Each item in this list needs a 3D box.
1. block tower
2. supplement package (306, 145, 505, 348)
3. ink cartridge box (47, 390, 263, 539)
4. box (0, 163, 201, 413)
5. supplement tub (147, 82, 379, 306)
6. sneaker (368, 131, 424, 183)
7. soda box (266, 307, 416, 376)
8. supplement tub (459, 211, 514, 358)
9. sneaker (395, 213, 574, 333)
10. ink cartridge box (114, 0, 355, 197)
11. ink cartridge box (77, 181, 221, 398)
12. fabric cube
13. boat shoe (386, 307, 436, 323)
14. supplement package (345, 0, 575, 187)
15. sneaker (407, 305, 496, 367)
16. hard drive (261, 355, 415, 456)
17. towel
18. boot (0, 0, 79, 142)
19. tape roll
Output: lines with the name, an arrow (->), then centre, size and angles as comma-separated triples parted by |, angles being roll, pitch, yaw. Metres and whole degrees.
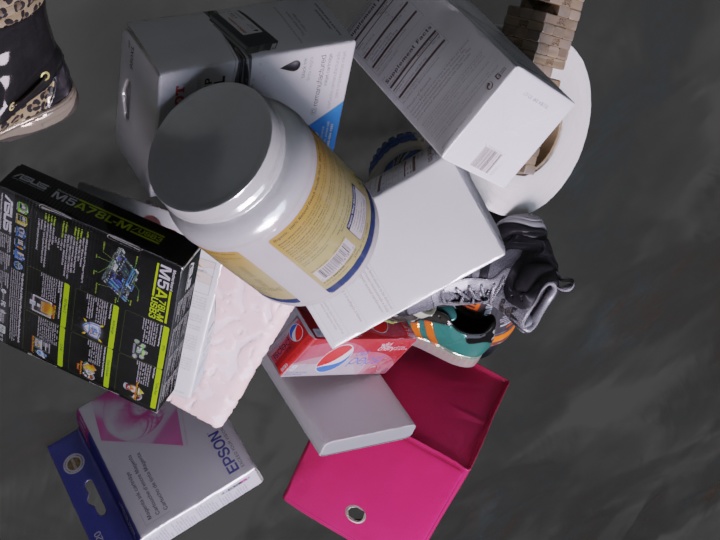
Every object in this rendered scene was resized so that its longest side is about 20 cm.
block tower -> 0.168, -0.201, 1.251 | 0.058, 0.054, 0.201 | 3, 105, -44
supplement package -> 0.031, -0.030, 1.249 | 0.200, 0.117, 0.117 | -29, -169, 9
ink cartridge box -> -0.239, 0.209, 1.388 | 0.200, 0.197, 0.043 | -30, 144, -10
box -> -0.256, 0.021, 1.173 | 0.048, 0.193, 0.200 | -61, 170, -49
supplement tub -> -0.084, -0.065, 1.101 | 0.144, 0.145, 0.200 | -40, 146, 5
sneaker -> 0.030, -0.056, 1.412 | 0.077, 0.085, 0.200 | -7, 136, -36
soda box -> -0.024, 0.076, 1.413 | 0.070, 0.064, 0.200 | -47, 152, 25
supplement tub -> 0.159, 0.027, 1.602 | 0.107, 0.107, 0.200 | -20, 141, -23
sneaker -> 0.130, 0.022, 1.331 | 0.199, 0.114, 0.076 | -25, 150, -7
ink cartridge box -> -0.119, -0.164, 1.158 | 0.199, 0.084, 0.145 | -15, 140, -28
ink cartridge box -> -0.221, 0.017, 1.243 | 0.160, 0.047, 0.201 | 18, 115, 2
fabric cube -> 0.047, 0.219, 1.588 | 0.200, 0.196, 0.200 | -53, 170, -53
boat shoe -> 0.000, 0.000, 1.383 | 0.060, 0.072, 0.201 | -24, 131, 37
supplement package -> 0.090, -0.194, 1.203 | 0.114, 0.200, 0.110 | 19, 117, -49
sneaker -> 0.075, 0.051, 1.536 | 0.199, 0.072, 0.080 | 19, 129, -14
hard drive -> -0.039, 0.128, 1.463 | 0.132, 0.200, 0.027 | -6, 135, -36
towel -> -0.184, 0.047, 1.292 | 0.200, 0.191, 0.032 | -59, -176, 27
boot -> -0.327, -0.160, 0.991 | 0.199, 0.073, 0.151 | -25, 145, -23
tape roll -> 0.163, -0.164, 1.353 | 0.202, 0.071, 0.203 | -19, 120, -36
